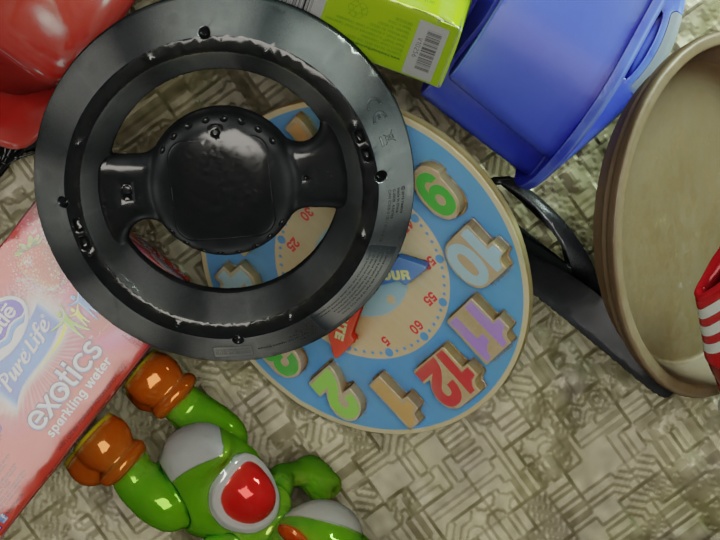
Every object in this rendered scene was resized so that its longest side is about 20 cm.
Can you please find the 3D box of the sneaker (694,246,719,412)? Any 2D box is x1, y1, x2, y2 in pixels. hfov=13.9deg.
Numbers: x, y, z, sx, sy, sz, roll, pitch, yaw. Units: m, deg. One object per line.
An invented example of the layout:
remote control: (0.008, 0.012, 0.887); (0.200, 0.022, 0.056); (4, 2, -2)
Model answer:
sneaker: (0.274, 0.004, 1.577); (0.200, 0.078, 0.116); (-22, 114, -2)

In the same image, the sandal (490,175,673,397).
sandal: (0.110, -0.008, 1.646); (0.200, 0.076, 0.043); (38, 101, -13)

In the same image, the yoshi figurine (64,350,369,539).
yoshi figurine: (-0.061, 0.139, 1.637); (0.200, 0.112, 0.112); (37, 115, 4)

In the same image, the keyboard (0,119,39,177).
keyboard: (-0.250, -0.076, 1.657); (0.127, 0.021, 0.200); (43, 91, 4)

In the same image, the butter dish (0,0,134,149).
butter dish: (-0.177, -0.185, 1.558); (0.200, 0.148, 0.200); (37, 77, -30)

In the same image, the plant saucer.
plant saucer: (0.185, -0.031, 1.610); (0.029, 0.200, 0.201); (7, 91, 38)

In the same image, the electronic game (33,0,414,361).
electronic game: (-0.071, -0.048, 1.543); (0.199, 0.042, 0.201); (1, 108, 2)

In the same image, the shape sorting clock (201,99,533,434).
shape sorting clock: (0.000, 0.000, 1.613); (0.200, 0.039, 0.200); (11, 121, 19)

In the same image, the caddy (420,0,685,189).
caddy: (0.121, -0.140, 1.599); (0.105, 0.141, 0.200); (31, 80, -9)

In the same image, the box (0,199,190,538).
box: (-0.189, 0.056, 1.624); (0.100, 0.095, 0.200); (38, 89, -4)

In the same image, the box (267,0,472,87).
box: (0.012, -0.188, 1.597); (0.122, 0.200, 0.048); (21, 128, 0)
